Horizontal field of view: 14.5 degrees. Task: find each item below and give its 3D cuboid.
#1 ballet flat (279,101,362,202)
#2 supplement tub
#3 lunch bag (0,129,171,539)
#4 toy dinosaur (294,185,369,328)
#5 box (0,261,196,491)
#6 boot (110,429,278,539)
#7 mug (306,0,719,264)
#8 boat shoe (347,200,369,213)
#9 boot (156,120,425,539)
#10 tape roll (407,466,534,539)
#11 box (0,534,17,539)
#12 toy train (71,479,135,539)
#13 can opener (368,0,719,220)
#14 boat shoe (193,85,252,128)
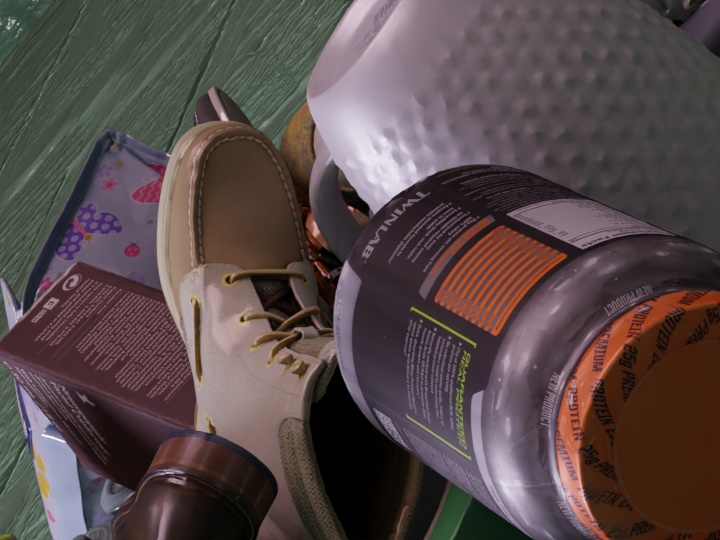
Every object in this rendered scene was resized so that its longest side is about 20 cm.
[{"bbox_3d":[0.032,-0.076,1.453,0.200,0.071,0.071,-10,39,29],"label":"ballet flat"},{"bbox_3d":[0.078,0.036,1.049,0.123,0.122,0.200,-56,26,-2],"label":"supplement tub"},{"bbox_3d":[-0.140,0.048,1.650,0.170,0.127,0.200,88,-160,-55],"label":"lunch bag"},{"bbox_3d":[0.000,0.000,1.376,0.102,0.136,0.200,-30,67,27],"label":"toy dinosaur"},{"bbox_3d":[-0.087,0.070,1.431,0.200,0.100,0.075,15,56,50],"label":"box"},{"bbox_3d":[-0.090,0.150,1.209,0.200,0.075,0.097,103,-168,-59],"label":"boot"},{"bbox_3d":[0.058,-0.047,1.228,0.200,0.175,0.148,-41,20,45],"label":"mug"},{"bbox_3d":[-0.018,0.018,1.550,0.200,0.075,0.073,-41,-25,15],"label":"boat shoe"},{"bbox_3d":[-0.028,0.028,1.220,0.155,0.072,0.201,170,94,-68],"label":"boot"},{"bbox_3d":[0.014,0.137,1.218,0.201,0.048,0.201,-50,15,19],"label":"tape roll"},{"bbox_3d":[-0.192,0.221,1.439,0.048,0.200,0.122,-14,-8,-30],"label":"box"},{"bbox_3d":[-0.102,0.162,1.488,0.114,0.085,0.200,-18,35,46],"label":"toy train"},{"bbox_3d":[0.097,-0.068,1.319,0.200,0.053,0.067,-41,26,-9],"label":"can opener"},{"bbox_3d":[-0.053,-0.004,1.491,0.057,0.200,0.067,-31,-20,9],"label":"boat shoe"}]
